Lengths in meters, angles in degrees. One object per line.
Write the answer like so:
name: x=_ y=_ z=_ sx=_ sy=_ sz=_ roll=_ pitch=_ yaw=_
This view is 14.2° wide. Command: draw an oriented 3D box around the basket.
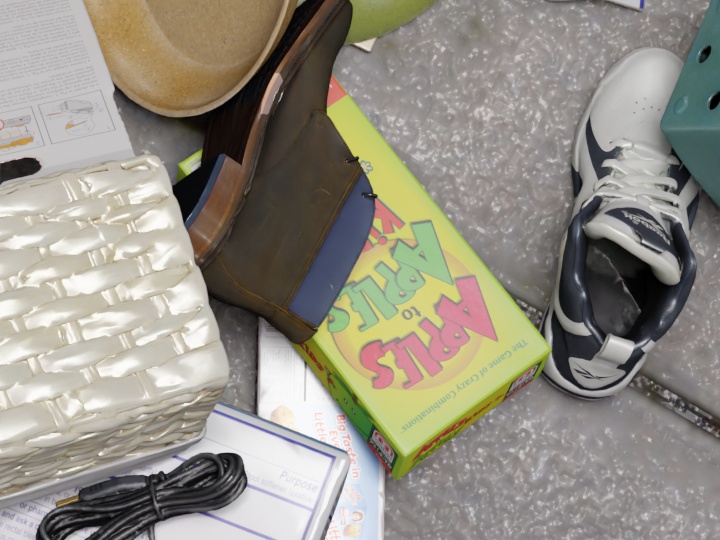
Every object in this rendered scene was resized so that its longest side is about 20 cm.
basket: x=-0.173 y=0.037 z=1.377 sx=0.199 sy=0.123 sz=0.136 roll=-16 pitch=80 yaw=-20

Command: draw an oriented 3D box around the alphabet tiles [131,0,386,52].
alphabet tiles: x=-0.043 y=-0.216 z=1.619 sx=0.166 sy=0.008 sz=0.201 roll=25 pitch=80 yaw=-5

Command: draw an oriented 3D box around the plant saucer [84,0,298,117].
plant saucer: x=-0.084 y=-0.182 z=1.532 sx=0.035 sy=0.200 sz=0.201 roll=-4 pitch=82 yaw=-41

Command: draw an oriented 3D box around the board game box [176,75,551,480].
board game box: x=0.000 y=0.000 z=1.553 sx=0.101 sy=0.048 sz=0.200 roll=-34 pitch=77 yaw=-17

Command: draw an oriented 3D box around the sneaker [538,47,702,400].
sneaker: x=0.151 y=-0.032 z=1.561 sx=0.079 sy=0.130 sz=0.200 roll=22 pitch=80 yaw=-5

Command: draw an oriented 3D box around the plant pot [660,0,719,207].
plant pot: x=0.271 y=-0.071 z=1.545 sx=0.199 sy=0.141 sz=0.142 roll=29 pitch=79 yaw=-25

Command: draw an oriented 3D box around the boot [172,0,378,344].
boot: x=-0.032 y=-0.056 z=1.522 sx=0.097 sy=0.075 sz=0.201 roll=39 pitch=59 yaw=-17

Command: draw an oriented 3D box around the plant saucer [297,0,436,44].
plant saucer: x=-0.024 y=-0.225 z=1.605 sx=0.199 sy=0.031 sz=0.201 roll=1 pitch=83 yaw=-8

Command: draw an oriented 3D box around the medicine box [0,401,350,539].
medicine box: x=-0.122 y=0.156 z=1.498 sx=0.181 sy=0.103 sz=0.201 roll=21 pitch=83 yaw=2

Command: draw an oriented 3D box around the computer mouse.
computer mouse: x=-0.089 y=0.195 z=1.419 sx=0.109 sy=0.044 sz=0.201 roll=-13 pitch=84 yaw=-3

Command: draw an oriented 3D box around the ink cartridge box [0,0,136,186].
ink cartridge box: x=-0.207 y=-0.078 z=1.498 sx=0.160 sy=0.050 sz=0.200 roll=-13 pitch=43 yaw=-10

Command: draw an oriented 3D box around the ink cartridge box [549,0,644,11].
ink cartridge box: x=0.079 y=-0.208 z=1.598 sx=0.199 sy=0.037 sz=0.095 roll=11 pitch=80 yaw=-34

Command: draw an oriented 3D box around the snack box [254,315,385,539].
snack box: x=-0.023 y=0.108 z=1.571 sx=0.071 sy=0.024 sz=0.201 roll=2 pitch=82 yaw=-7
